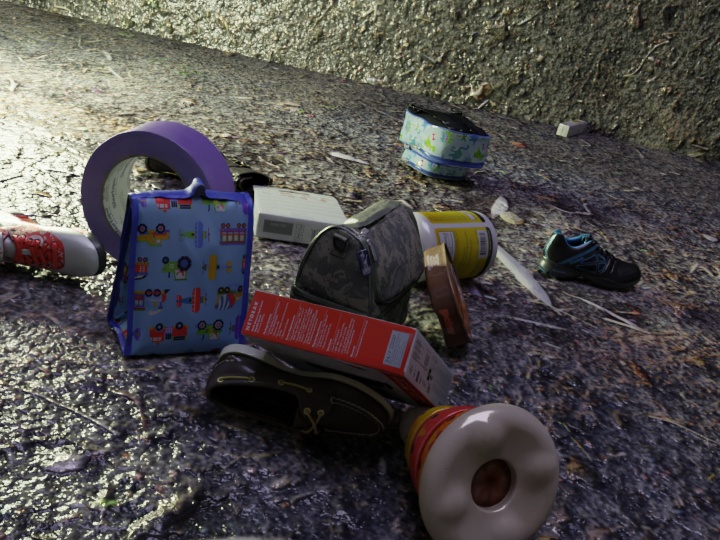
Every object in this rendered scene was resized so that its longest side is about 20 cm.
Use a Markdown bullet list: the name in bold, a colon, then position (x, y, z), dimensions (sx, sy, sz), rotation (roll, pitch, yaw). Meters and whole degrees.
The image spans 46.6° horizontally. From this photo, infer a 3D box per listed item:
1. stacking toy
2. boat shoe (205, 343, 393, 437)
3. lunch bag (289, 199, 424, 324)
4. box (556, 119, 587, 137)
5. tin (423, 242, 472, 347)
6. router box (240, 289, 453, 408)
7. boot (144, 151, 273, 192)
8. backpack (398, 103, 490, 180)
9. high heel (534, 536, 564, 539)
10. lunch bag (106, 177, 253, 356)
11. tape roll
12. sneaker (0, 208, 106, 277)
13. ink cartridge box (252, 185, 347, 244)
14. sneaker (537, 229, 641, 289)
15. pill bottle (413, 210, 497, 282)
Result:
- **stacking toy**: position (0.089, 0.185, 0.835), dimensions (0.145, 0.148, 0.200), rotation (3, 5, -22)
- **boat shoe**: position (-0.065, 0.142, 0.886), dimensions (0.199, 0.072, 0.061), rotation (17, 40, 4)
- **lunch bag**: position (0.000, 0.000, 1.123), dimensions (0.138, 0.169, 0.200), rotation (20, 23, 18)
- **box**: position (0.732, -0.492, 2.883), dimensions (0.038, 0.042, 0.199), rotation (23, 25, 26)
- **tin**: position (0.123, 0.033, 1.193), dimensions (0.041, 0.113, 0.200), rotation (-14, 20, 8)
- **router box**: position (-0.006, 0.091, 0.894), dimensions (0.178, 0.049, 0.200), rotation (12, -15, 21)
- **boot**: position (-0.281, -0.193, 1.563), dimensions (0.173, 0.070, 0.199), rotation (28, 24, 34)
- **backpack**: position (0.202, -0.295, 1.971), dimensions (0.181, 0.148, 0.200), rotation (2, 21, -27)
- **high heel**: position (0.163, 0.279, 0.665), dimensions (0.141, 0.072, 0.200), rotation (0, 16, -14)
- **lunch bag**: position (-0.206, -0.010, 0.987), dimensions (0.149, 0.202, 0.094), rotation (-1, 26, -31)
- **tape roll**: position (-0.282, -0.103, 1.172), dimensions (0.198, 0.202, 0.085), rotation (15, 22, 6)
- **sneaker**: position (-0.435, -0.025, 1.080), dimensions (0.200, 0.068, 0.108), rotation (19, 23, 23)
- **ink cartridge box**: position (-0.112, -0.098, 1.473), dimensions (0.158, 0.048, 0.200), rotation (7, 17, -13)
- **sneaker**: position (0.428, -0.020, 1.524), dimensions (0.198, 0.083, 0.073), rotation (9, 20, -13)
- **pill bottle**: position (0.117, -0.039, 1.357), dimensions (0.198, 0.114, 0.112), rotation (-3, 27, -36)
